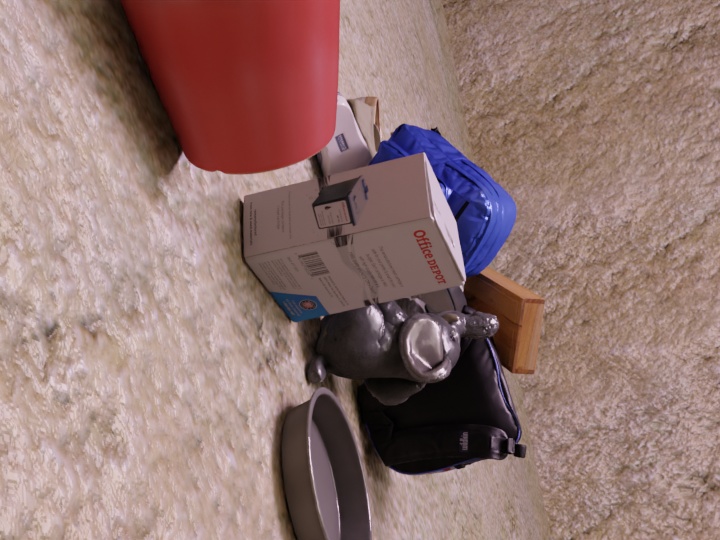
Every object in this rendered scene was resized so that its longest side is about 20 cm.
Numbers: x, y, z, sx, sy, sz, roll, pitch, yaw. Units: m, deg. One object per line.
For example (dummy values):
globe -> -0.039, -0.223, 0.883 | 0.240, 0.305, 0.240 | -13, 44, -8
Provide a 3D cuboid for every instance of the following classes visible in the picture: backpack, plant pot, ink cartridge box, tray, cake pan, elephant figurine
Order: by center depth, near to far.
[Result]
plant pot -> -0.103, -0.193, 0.998 | 0.201, 0.199, 0.179 | -83, 167, -59
cake pan -> -0.034, 0.222, 1.170 | 0.200, 0.036, 0.202 | -14, 90, -78
ink cartridge box -> -0.005, -0.030, 1.193 | 0.147, 0.198, 0.086 | 58, 22, -56
elephant figurine -> 0.056, 0.089, 1.333 | 0.199, 0.156, 0.142 | 30, 7, -10
backpack -> 0.098, 0.170, 1.474 | 0.154, 0.189, 0.201 | 43, 28, -78
tray -> 0.185, 0.062, 1.539 | 0.200, 0.037, 0.099 | -140, -125, -71
backpack -> 0.093, -0.078, 1.543 | 0.200, 0.163, 0.167 | 40, 24, 20

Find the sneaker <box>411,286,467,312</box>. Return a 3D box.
sneaker -> 0.071, 0.013, 1.632 | 0.200, 0.070, 0.073 | 42, -33, 38

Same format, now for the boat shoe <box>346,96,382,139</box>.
boat shoe -> 0.022, -0.174, 1.777 | 0.074, 0.069, 0.202 | -14, 91, -78

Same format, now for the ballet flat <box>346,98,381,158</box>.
ballet flat -> 0.006, -0.169, 1.678 | 0.070, 0.069, 0.201 | 59, 22, -54

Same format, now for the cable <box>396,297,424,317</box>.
cable -> 0.069, 0.140, 1.649 | 0.200, 0.069, 0.201 | 60, 20, -53

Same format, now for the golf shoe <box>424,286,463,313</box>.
golf shoe -> 0.123, 0.084, 1.676 | 0.097, 0.078, 0.201 | 40, 29, -37

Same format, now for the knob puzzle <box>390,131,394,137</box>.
knob puzzle -> 0.102, -0.110, 1.819 | 0.220, 0.030, 0.221 | -14, 90, -77

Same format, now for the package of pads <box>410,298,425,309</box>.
package of pads -> 0.084, -0.029, 1.888 | 0.201, 0.075, 0.121 | -86, 161, -55

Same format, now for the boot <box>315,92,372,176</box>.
boot -> -0.037, -0.189, 1.540 | 0.201, 0.072, 0.091 | 78, -13, -56
